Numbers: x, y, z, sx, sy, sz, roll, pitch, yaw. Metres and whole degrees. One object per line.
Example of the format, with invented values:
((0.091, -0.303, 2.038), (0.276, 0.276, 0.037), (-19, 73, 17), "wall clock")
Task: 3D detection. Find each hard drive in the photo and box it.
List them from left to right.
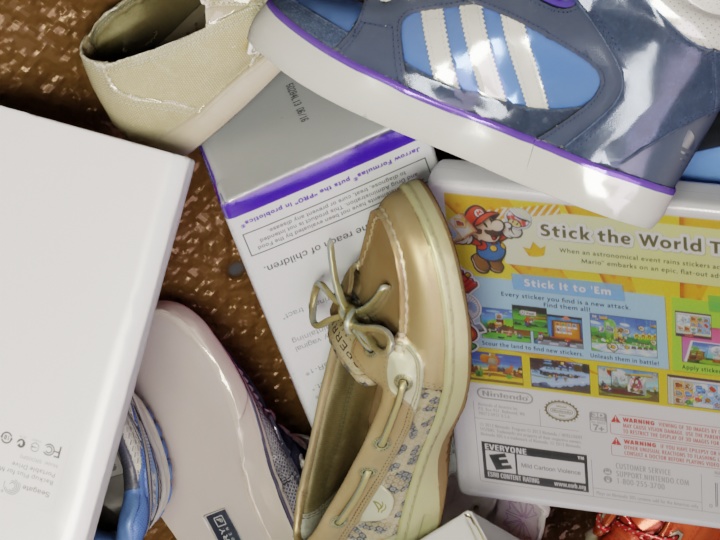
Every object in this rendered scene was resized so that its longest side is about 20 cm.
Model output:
((-0.162, 0.031, 1.157), (0.131, 0.026, 0.201), (15, 89, 7), "hard drive")

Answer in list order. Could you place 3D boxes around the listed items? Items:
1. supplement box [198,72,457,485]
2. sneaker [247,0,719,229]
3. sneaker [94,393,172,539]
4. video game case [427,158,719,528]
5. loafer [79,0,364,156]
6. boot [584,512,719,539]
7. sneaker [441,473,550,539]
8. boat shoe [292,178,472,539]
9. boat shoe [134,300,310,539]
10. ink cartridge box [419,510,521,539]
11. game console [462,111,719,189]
((0.000, 0.000, 1.232), (0.103, 0.101, 0.201), (-24, 126, -2), "supplement box")
((0.066, -0.119, 1.079), (0.199, 0.081, 0.147), (25, 100, 15), "sneaker")
((-0.143, 0.046, 1.202), (0.077, 0.085, 0.201), (-26, 108, 7), "sneaker")
((0.134, 0.038, 1.160), (0.198, 0.023, 0.183), (6, 128, 18), "video game case")
((-0.046, -0.130, 1.147), (0.200, 0.076, 0.068), (-45, 130, 13), "loafer")
((0.165, 0.105, 1.321), (0.107, 0.075, 0.201), (-39, 152, -27), "boot")
((0.084, 0.098, 1.325), (0.075, 0.100, 0.201), (26, 110, -28), "sneaker")
((0.007, 0.051, 1.160), (0.062, 0.073, 0.201), (-7, 126, -15), "boat shoe")
((-0.057, 0.098, 1.304), (0.074, 0.093, 0.201), (-15, 103, 26), "boat shoe")
((0.047, 0.204, 1.255), (0.145, 0.088, 0.200), (-33, 154, 13), "ink cartridge box")
((0.158, 0.005, 1.153), (0.199, 0.031, 0.177), (-12, 126, 28), "game console")
